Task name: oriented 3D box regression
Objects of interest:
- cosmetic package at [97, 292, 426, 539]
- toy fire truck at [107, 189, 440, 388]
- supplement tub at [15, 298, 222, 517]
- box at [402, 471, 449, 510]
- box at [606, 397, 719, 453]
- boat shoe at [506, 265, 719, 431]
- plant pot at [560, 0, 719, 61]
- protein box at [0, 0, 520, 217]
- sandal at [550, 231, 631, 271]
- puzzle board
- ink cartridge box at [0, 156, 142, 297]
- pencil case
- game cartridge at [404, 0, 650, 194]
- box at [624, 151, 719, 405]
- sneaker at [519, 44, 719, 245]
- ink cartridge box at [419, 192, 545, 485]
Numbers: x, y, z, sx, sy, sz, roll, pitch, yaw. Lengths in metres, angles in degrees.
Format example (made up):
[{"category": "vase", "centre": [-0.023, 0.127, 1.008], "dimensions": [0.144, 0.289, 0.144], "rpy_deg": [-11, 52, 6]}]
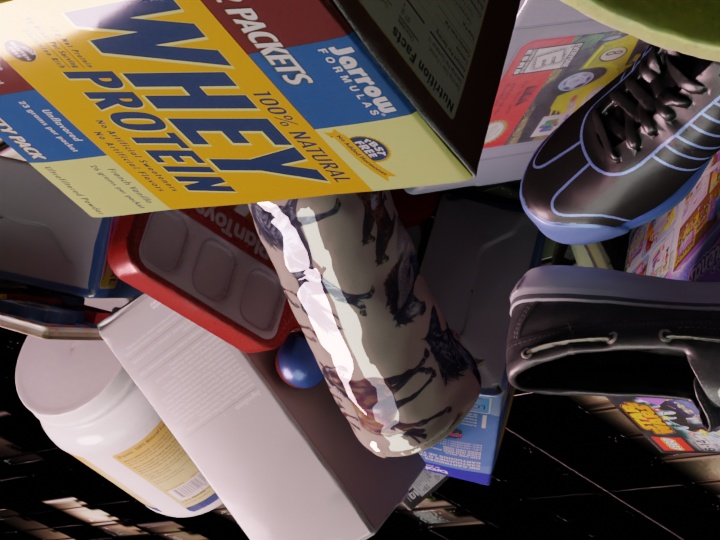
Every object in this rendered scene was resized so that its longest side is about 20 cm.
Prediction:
[{"category": "cosmetic package", "centre": [-0.058, 0.082, 0.878], "dimensions": [0.090, 0.107, 0.200], "rpy_deg": [-32, 90, 27]}, {"category": "toy fire truck", "centre": [-0.048, -0.024, 0.831], "dimensions": [0.112, 0.168, 0.200], "rpy_deg": [-12, 142, 45]}, {"category": "supplement tub", "centre": [-0.188, 0.114, 1.209], "dimensions": [0.144, 0.145, 0.200], "rpy_deg": [-1, 149, 31]}, {"category": "box", "centre": [-0.023, 0.079, 1.056], "dimensions": [0.158, 0.048, 0.200], "rpy_deg": [48, 178, 41]}, {"category": "box", "centre": [0.239, 0.074, 1.001], "dimensions": [0.137, 0.040, 0.200], "rpy_deg": [-5, 146, 39]}, {"category": "boat shoe", "centre": [0.161, 0.042, 0.645], "dimensions": [0.199, 0.066, 0.070], "rpy_deg": [8, 152, 18]}, {"category": "plant pot", "centre": [0.131, -0.190, 0.389], "dimensions": [0.200, 0.185, 0.201], "rpy_deg": [12, 153, 6]}, {"category": "protein box", "centre": [-0.045, -0.146, 0.558], "dimensions": [0.198, 0.201, 0.135], "rpy_deg": [-3, 148, 34]}, {"category": "sandal", "centre": [0.140, -0.009, 0.858], "dimensions": [0.057, 0.080, 0.201], "rpy_deg": [0, 138, 26]}, {"category": "puzzle board", "centre": [-0.221, 0.020, 0.911], "dimensions": [0.150, 0.017, 0.200], "rpy_deg": [14, 180, 16]}, {"category": "ink cartridge box", "centre": [-0.200, -0.030, 0.942], "dimensions": [0.136, 0.077, 0.200], "rpy_deg": [13, -178, 10]}, {"category": "pencil case", "centre": [0.000, 0.000, 0.765], "dimensions": [0.078, 0.089, 0.200], "rpy_deg": [-2, 123, 40]}, {"category": "game cartridge", "centre": [0.104, -0.102, 0.673], "dimensions": [0.133, 0.041, 0.200], "rpy_deg": [-14, 159, -21]}, {"category": "box", "centre": [0.189, -0.026, 0.726], "dimensions": [0.039, 0.137, 0.200], "rpy_deg": [19, 154, -5]}, {"category": "sneaker", "centre": [0.146, -0.084, 0.620], "dimensions": [0.200, 0.070, 0.078], "rpy_deg": [-35, 151, 20]}, {"category": "ink cartridge box", "centre": [0.073, 0.057, 0.954], "dimensions": [0.076, 0.137, 0.200], "rpy_deg": [14, 154, 8]}]
